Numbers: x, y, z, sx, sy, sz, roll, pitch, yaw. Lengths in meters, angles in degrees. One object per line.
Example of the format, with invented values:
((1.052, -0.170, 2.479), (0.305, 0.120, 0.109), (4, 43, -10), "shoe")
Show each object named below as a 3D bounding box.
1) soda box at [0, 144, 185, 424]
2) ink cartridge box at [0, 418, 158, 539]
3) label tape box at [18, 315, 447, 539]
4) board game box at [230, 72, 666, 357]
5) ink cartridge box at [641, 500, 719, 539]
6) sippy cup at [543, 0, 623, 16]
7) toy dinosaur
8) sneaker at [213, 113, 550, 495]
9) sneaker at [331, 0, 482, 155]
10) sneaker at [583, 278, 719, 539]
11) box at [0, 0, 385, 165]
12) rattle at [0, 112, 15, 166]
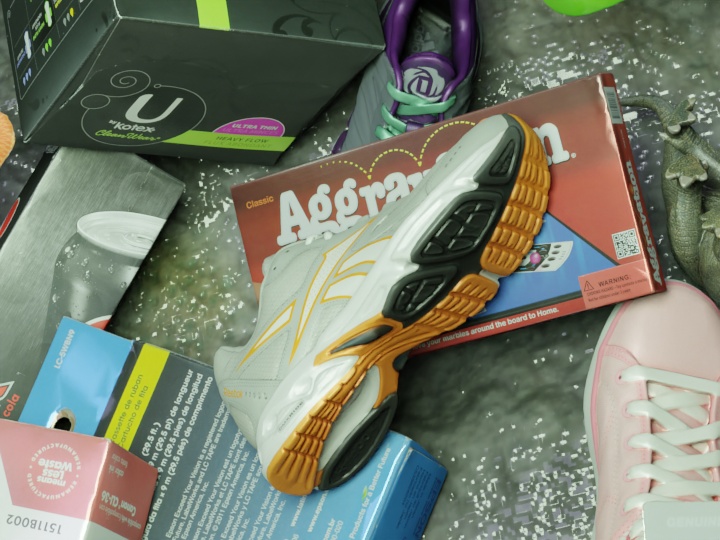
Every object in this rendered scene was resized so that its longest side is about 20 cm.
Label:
((-0.169, 0.026, 1.205), (0.071, 0.063, 0.200), (30, 85, -12), "soda box")
((-0.179, 0.171, 1.097), (0.116, 0.067, 0.200), (8, 76, 19), "ink cartridge box")
((-0.078, 0.123, 1.150), (0.200, 0.063, 0.144), (19, 80, 25), "label tape box")
((0.037, -0.016, 1.108), (0.200, 0.019, 0.103), (-16, 84, 27), "board game box")
((0.192, 0.199, 0.982), (0.162, 0.057, 0.200), (1, 68, -14), "ink cartridge box")
((0.126, -0.201, 1.147), (0.130, 0.178, 0.140), (-6, 99, 31), "sippy cup")
((0.172, -0.014, 1.086), (0.077, 0.102, 0.200), (-38, 46, -22), "toy dinosaur")
((0.000, 0.000, 1.077), (0.200, 0.076, 0.092), (-51, 54, 9), "sneaker")
((0.017, -0.061, 1.151), (0.074, 0.088, 0.200), (8, 75, 0), "sneaker")
((0.141, 0.098, 1.041), (0.075, 0.105, 0.201), (12, 80, -11), "sneaker")
((-0.095, -0.171, 1.183), (0.124, 0.148, 0.200), (-43, 52, 49), "box")
((-0.241, 0.019, 1.194), (0.200, 0.130, 0.143), (-21, 52, 38), "rattle")
